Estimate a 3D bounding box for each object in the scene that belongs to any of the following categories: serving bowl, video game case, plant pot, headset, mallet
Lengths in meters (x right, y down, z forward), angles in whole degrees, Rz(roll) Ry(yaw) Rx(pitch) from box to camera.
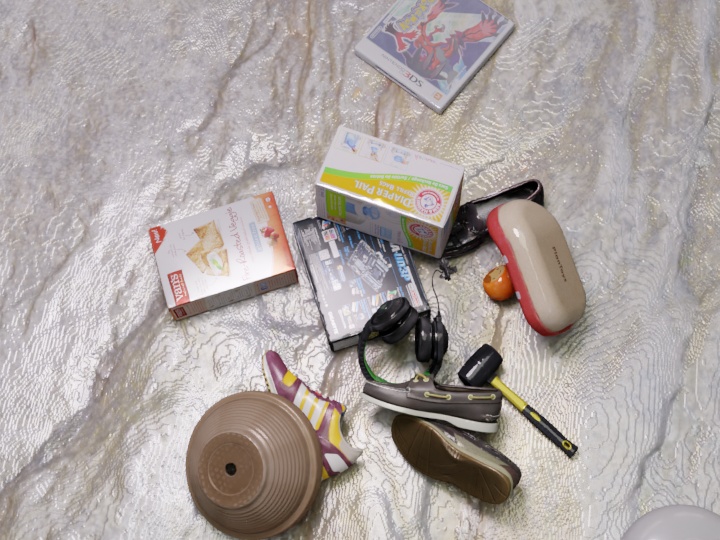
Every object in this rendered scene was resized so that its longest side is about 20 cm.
[{"bbox_3d":[0.436,0.405,1.583,0.196,0.066,0.203,-1,68,3],"label":"serving bowl"},{"bbox_3d":[0.119,-0.374,1.929,0.181,0.023,0.200,37,74,15],"label":"video game case"},{"bbox_3d":[-0.157,0.264,1.618,0.197,0.093,0.205,-2,84,18],"label":"plant pot"},{"bbox_3d":[0.074,0.078,1.701,0.122,0.094,0.202,28,106,-12],"label":"headset"},{"bbox_3d":[0.233,0.182,1.699,0.199,0.041,0.066,35,77,11],"label":"mallet"}]

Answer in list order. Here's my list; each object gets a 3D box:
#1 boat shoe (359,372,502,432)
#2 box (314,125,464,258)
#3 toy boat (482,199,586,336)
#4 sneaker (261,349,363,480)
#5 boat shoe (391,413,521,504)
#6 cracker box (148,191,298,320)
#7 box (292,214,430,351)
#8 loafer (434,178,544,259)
[{"bbox_3d":[0.099,0.174,1.669,0.198,0.072,0.062,12,93,1],"label":"boat shoe"},{"bbox_3d":[0.043,-0.112,1.734,0.197,0.113,0.103,19,68,8],"label":"box"},{"bbox_3d":[0.232,0.003,1.730,0.130,0.130,0.203,-23,86,36],"label":"toy boat"},{"bbox_3d":[-0.070,0.193,1.690,0.089,0.075,0.202,-26,78,-5],"label":"sneaker"},{"bbox_3d":[0.132,0.256,1.659,0.199,0.074,0.064,30,27,28],"label":"boat shoe"},{"bbox_3d":[-0.205,-0.022,1.787,0.197,0.058,0.136,-18,68,-4],"label":"cracker box"},{"bbox_3d":[0.000,0.000,1.774,0.157,0.046,0.203,-18,69,-5],"label":"box"},{"bbox_3d":[0.185,-0.085,1.790,0.198,0.063,0.073,-25,69,-7],"label":"loafer"}]
